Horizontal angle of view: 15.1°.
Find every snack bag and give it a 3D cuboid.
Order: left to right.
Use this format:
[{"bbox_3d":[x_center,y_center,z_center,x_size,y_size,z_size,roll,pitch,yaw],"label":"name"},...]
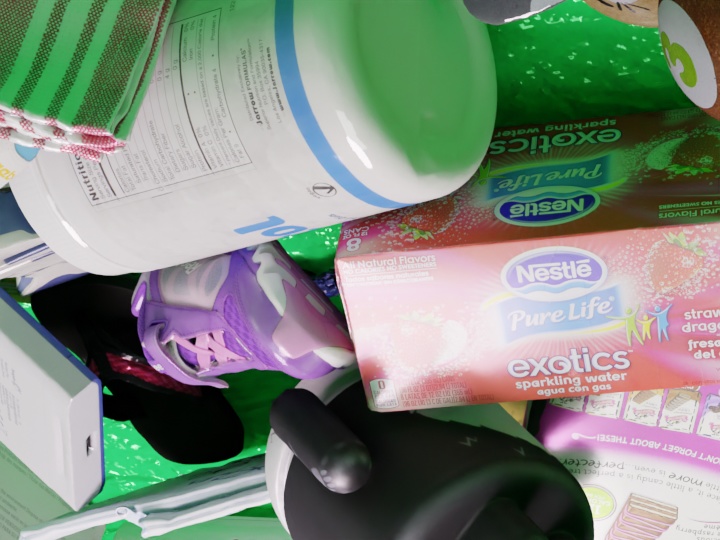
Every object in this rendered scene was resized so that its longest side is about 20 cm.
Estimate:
[{"bbox_3d":[-0.068,0.119,1.512,0.200,0.021,0.189,-16,180,33],"label":"snack bag"}]

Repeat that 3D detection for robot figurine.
[{"bbox_3d":[0.035,0.115,1.316,0.125,0.200,0.150,-22,124,-18],"label":"robot figurine"}]

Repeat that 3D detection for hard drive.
[{"bbox_3d":[-0.214,0.030,1.452,0.200,0.025,0.132,41,155,18],"label":"hard drive"}]

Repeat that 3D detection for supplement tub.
[{"bbox_3d":[-0.051,-0.077,1.235,0.200,0.132,0.132,-14,137,36],"label":"supplement tub"}]

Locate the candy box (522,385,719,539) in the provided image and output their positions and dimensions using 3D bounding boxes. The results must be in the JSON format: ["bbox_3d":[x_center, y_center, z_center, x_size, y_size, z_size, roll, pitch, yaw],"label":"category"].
[{"bbox_3d":[0.149,0.102,1.410,0.136,0.061,0.200,12,119,1],"label":"candy box"}]

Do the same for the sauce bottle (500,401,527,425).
[{"bbox_3d":[0.073,0.078,1.474,0.200,0.065,0.065,20,146,-10],"label":"sauce bottle"}]

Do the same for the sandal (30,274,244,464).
[{"bbox_3d":[-0.121,0.065,1.539,0.075,0.045,0.200,-10,141,21],"label":"sandal"}]

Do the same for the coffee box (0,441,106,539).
[{"bbox_3d":[-0.315,0.202,1.677,0.198,0.200,0.200,-13,137,35],"label":"coffee box"}]

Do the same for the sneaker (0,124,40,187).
[{"bbox_3d":[-0.207,-0.118,1.232,0.081,0.200,0.077,-38,162,6],"label":"sneaker"}]

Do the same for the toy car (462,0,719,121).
[{"bbox_3d":[0.119,-0.131,1.094,0.200,0.158,0.164,12,136,26],"label":"toy car"}]

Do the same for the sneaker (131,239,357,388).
[{"bbox_3d":[-0.064,0.024,1.335,0.080,0.088,0.200,51,175,-20],"label":"sneaker"}]

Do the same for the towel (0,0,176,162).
[{"bbox_3d":[-0.178,-0.139,1.178,0.200,0.146,0.030,16,159,-1],"label":"towel"}]

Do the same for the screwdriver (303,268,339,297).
[{"bbox_3d":[0.000,0.000,1.417,0.029,0.028,0.200,5,162,-42],"label":"screwdriver"}]

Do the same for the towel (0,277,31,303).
[{"bbox_3d":[-0.212,-0.047,1.445,0.086,0.018,0.200,4,144,6],"label":"towel"}]

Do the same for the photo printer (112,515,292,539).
[{"bbox_3d":[-0.041,0.220,1.718,0.200,0.069,0.166,1,144,20],"label":"photo printer"}]

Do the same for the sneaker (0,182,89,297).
[{"bbox_3d":[-0.166,-0.054,1.354,0.081,0.115,0.199,-19,173,9],"label":"sneaker"}]

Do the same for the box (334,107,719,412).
[{"bbox_3d":[0.096,-0.006,1.266,0.200,0.100,0.095,-5,126,11],"label":"box"}]
